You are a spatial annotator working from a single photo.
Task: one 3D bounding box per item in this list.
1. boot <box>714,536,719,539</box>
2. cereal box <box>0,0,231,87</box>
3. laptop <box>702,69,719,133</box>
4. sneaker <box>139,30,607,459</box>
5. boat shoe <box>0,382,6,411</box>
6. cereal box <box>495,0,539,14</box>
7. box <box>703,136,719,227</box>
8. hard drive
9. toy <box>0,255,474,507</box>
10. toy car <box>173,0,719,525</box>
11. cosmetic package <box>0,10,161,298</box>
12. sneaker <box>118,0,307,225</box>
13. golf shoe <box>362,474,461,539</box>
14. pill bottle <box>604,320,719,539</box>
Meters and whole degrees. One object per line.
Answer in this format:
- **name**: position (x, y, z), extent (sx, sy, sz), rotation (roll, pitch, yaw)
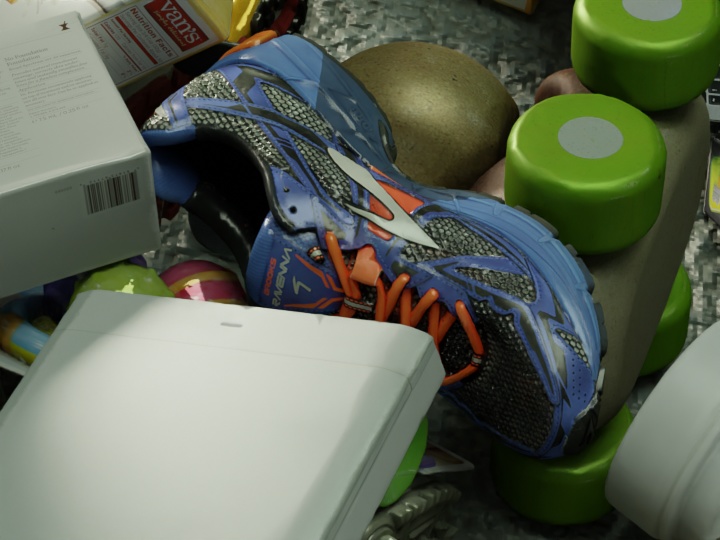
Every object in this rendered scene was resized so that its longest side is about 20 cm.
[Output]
- **boot**: position (0.094, 0.189, 0.815), extent (0.153, 0.074, 0.205), rotation (-10, 72, -18)
- **cereal box**: position (-0.136, -0.110, 1.008), extent (0.199, 0.040, 0.145), rotation (-23, 41, 23)
- **laptop**: position (0.166, -0.156, 1.127), extent (0.198, 0.117, 0.188), rotation (6, 38, 2)
- **sneaker**: position (0.000, 0.000, 0.874), extent (0.078, 0.076, 0.200), rotation (-25, 51, -40)
- **boat shoe**: position (-0.158, 0.054, 0.886), extent (0.071, 0.077, 0.200), rotation (-18, 37, -2)
- **cereal box**: position (0.014, -0.205, 1.212), extent (0.199, 0.040, 0.144), rotation (23, 47, 10)
- **box**: position (0.214, -0.009, 1.011), extent (0.109, 0.035, 0.200), rotation (1, 17, -11)
- **hard drive**: position (-0.072, 0.089, 0.768), extent (0.131, 0.026, 0.201), rotation (6, 47, 28)
- **toy**: position (-0.064, 0.021, 0.907), extent (0.199, 0.048, 0.115), rotation (25, 13, 26)
- **toy car**: position (0.021, -0.026, 0.974), extent (0.199, 0.165, 0.158), rotation (14, 44, 15)
- **cosmetic package**: position (-0.173, -0.019, 0.874), extent (0.199, 0.051, 0.083), rotation (-17, 48, -13)
- **sneaker**: position (-0.089, -0.082, 1.061), extent (0.082, 0.078, 0.200), rotation (20, 37, 12)
- **golf shoe**: position (-0.055, 0.110, 0.885), extent (0.199, 0.079, 0.097), rotation (-29, 53, -34)
- **pill bottle**: position (0.186, 0.105, 0.911), extent (0.200, 0.111, 0.111), rotation (37, 51, 21)
